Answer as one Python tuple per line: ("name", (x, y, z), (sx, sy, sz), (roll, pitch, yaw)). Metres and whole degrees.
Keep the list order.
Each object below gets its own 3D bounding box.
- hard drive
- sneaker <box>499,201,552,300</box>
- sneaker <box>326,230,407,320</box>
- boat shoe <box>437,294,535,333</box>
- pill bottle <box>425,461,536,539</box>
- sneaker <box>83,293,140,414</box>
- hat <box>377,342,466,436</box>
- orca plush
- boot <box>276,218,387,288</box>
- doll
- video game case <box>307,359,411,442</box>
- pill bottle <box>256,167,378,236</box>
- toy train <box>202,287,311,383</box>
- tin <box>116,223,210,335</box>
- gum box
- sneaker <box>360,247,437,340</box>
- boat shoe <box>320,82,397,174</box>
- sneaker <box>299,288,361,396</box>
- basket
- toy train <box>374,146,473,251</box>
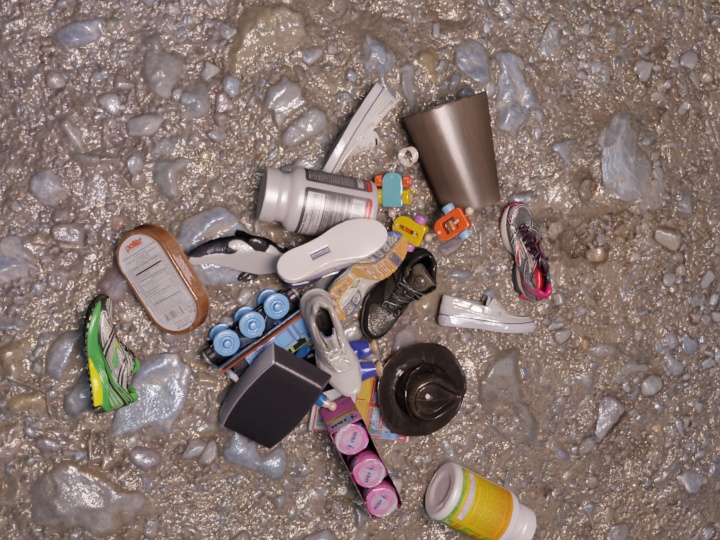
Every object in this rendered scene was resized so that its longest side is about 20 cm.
("hard drive", (-0.153, 0.226, 1.213), (0.134, 0.042, 0.200), (31, 120, -15))
("sneaker", (0.336, -0.040, 1.378), (0.080, 0.075, 0.201), (-18, 96, -14))
("sneaker", (0.000, 0.000, 1.277), (0.200, 0.088, 0.075), (-44, 103, -3))
("boat shoe", (0.250, 0.082, 1.357), (0.199, 0.074, 0.067), (5, 93, -15))
("pill bottle", (0.234, 0.460, 1.345), (0.199, 0.111, 0.112), (29, 84, -14))
("sneaker", (-0.422, 0.137, 1.183), (0.085, 0.078, 0.201), (-8, 103, -22))
("hat", (0.134, 0.230, 1.311), (0.199, 0.081, 0.202), (-2, 93, -28))
("orca plush", (-0.221, -0.036, 1.246), (0.199, 0.071, 0.106), (-8, 139, -5))
("boot", (-0.050, -0.028, 1.216), (0.199, 0.090, 0.073), (-19, 79, -6))
("doll", (-0.062, 0.186, 1.267), (0.199, 0.048, 0.137), (-12, 78, -8))
("video game case", (0.008, 0.243, 1.325), (0.199, 0.017, 0.144), (11, 89, -15))
("pill bottle", (-0.077, -0.119, 1.241), (0.199, 0.116, 0.117), (9, 89, -15))
("toy train", (-0.178, 0.117, 1.238), (0.200, 0.087, 0.115), (-37, 106, -12))
("tin", (-0.335, 0.017, 1.186), (0.112, 0.042, 0.201), (-27, 99, 19))
("gum box", (0.002, 0.340, 1.263), (0.066, 0.113, 0.201), (-26, 106, -7))
("sneaker", (0.073, 0.042, 1.290), (0.076, 0.114, 0.200), (39, 84, -11))
("boat shoe", (0.003, -0.248, 1.286), (0.070, 0.071, 0.201), (34, 76, -11))
("sneaker", (-0.051, 0.132, 1.197), (0.074, 0.087, 0.201), (-25, 102, -5))
("basket", (0.184, -0.214, 1.305), (0.180, 0.136, 0.201), (-23, 102, -26))
("toy train", (0.116, -0.121, 1.287), (0.150, 0.056, 0.201), (-39, 80, 24))
